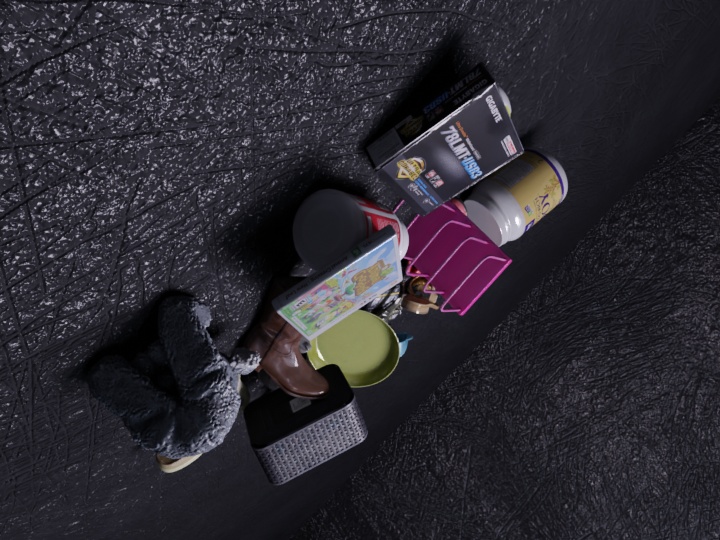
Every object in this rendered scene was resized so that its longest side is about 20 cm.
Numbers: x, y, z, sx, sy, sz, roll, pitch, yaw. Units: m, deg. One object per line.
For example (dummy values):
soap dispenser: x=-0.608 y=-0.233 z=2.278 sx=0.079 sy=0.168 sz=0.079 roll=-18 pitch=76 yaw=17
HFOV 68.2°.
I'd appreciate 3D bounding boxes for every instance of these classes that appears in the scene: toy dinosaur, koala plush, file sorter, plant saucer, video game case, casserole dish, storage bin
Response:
toy dinosaur: x=0.052 y=0.102 z=1.147 sx=0.201 sy=0.048 sz=0.088 roll=-51 pitch=149 yaw=14
koala plush: x=-0.230 y=0.161 z=0.747 sx=0.177 sy=0.184 sz=0.200 roll=-41 pitch=170 yaw=-4
file sorter: x=0.144 y=-0.040 z=0.970 sx=0.139 sy=0.200 sz=0.125 roll=-50 pitch=154 yaw=18
plant saucer: x=-0.015 y=0.158 z=1.113 sx=0.201 sy=0.198 sz=0.031 roll=-55 pitch=-168 yaw=27
video game case: x=-0.022 y=0.027 z=0.755 sx=0.180 sy=0.022 sz=0.200 roll=-33 pitch=161 yaw=-4
casserole dish: x=0.022 y=0.174 z=1.197 sx=0.196 sy=0.040 sz=0.121 roll=-6 pitch=-176 yaw=10
storage bin: x=-0.102 y=0.277 z=0.979 sx=0.197 sy=0.135 sz=0.095 roll=-25 pitch=118 yaw=-10

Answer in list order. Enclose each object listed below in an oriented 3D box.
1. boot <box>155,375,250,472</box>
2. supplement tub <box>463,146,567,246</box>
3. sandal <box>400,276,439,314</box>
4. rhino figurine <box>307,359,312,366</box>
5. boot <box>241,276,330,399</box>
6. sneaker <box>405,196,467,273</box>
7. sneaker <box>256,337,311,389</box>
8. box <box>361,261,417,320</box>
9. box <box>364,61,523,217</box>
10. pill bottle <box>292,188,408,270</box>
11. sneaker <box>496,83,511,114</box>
boot: x=-0.280 y=0.249 z=0.918 sx=0.199 sy=0.072 sz=0.156 roll=-41 pitch=160 yaw=-26
supplement tub: x=0.331 y=-0.157 z=1.152 sx=0.199 sy=0.146 sz=0.146 roll=-38 pitch=158 yaw=-14
sandal: x=0.136 y=0.042 z=1.136 sx=0.211 sy=0.076 sz=0.071 roll=-12 pitch=120 yaw=-75
rhino figurine: x=-0.152 y=0.266 z=1.136 sx=0.059 sy=0.088 sz=0.202 roll=11 pitch=122 yaw=-29
boot: x=-0.093 y=0.113 z=0.890 sx=0.201 sy=0.184 sz=0.065 roll=-56 pitch=-166 yaw=29
sneaker: x=0.154 y=-0.059 z=1.090 sx=0.087 sy=0.073 sz=0.202 roll=-43 pitch=165 yaw=-49
sneaker: x=-0.144 y=0.179 z=1.014 sx=0.074 sy=0.082 sz=0.201 roll=-26 pitch=152 yaw=-36
box: x=0.056 y=0.054 z=1.184 sx=0.199 sy=0.049 sz=0.162 roll=-8 pitch=138 yaw=-54
box: x=0.132 y=-0.181 z=0.798 sx=0.197 sy=0.050 sz=0.199 roll=-31 pitch=153 yaw=16
pill bottle: x=-0.004 y=-0.052 z=0.803 sx=0.113 sy=0.112 sz=0.199 roll=-50 pitch=157 yaw=18
sneaker: x=0.184 y=-0.217 z=0.884 sx=0.105 sy=0.076 sz=0.201 roll=-38 pitch=158 yaw=-12
